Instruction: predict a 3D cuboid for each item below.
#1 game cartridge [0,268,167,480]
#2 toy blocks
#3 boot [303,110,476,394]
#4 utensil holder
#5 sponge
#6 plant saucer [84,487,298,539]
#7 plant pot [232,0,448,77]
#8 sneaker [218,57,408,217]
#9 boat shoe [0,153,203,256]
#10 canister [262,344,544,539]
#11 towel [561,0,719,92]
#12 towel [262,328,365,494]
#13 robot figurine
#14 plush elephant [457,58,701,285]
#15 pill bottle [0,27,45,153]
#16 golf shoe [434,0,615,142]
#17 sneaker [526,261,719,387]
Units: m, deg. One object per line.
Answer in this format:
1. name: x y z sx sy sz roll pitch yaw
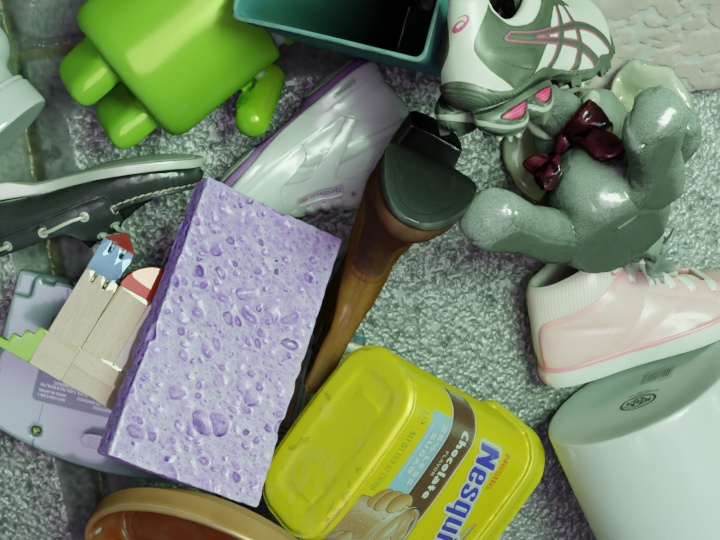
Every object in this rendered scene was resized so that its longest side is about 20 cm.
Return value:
1. game cartridge: -0.177 0.087 0.816 0.198 0.042 0.134 16 98 -11
2. toy blocks: -0.135 0.043 0.762 0.199 0.100 0.137 32 80 -12
3. boot: 0.000 0.000 0.746 0.068 0.189 0.201 25 112 -13
4. utensil holder: 0.259 0.181 0.837 0.169 0.170 0.201 -29 98 -3
5. sponge: -0.091 0.047 0.725 0.111 0.030 0.201 26 69 -24
6. plant saucer: -0.099 0.213 0.752 0.199 0.200 0.032 33 51 -9
7. plant pot: 0.036 -0.204 0.737 0.140 0.200 0.143 18 94 24
8. sneaker: -0.041 -0.067 0.816 0.200 0.075 0.100 -42 104 1
9. boat shoe: -0.211 -0.046 0.799 0.198 0.074 0.061 -11 98 -2
10. canister: 0.036 0.148 0.791 0.149 0.086 0.200 -53 140 4
11. towel: 0.214 -0.196 0.789 0.198 0.192 0.032 -6 56 -3
12. towel: -0.105 0.105 0.856 0.198 0.022 0.148 11 96 -8
13. robot figurine: -0.122 -0.179 0.771 0.200 0.116 0.176 -39 123 -2
14. plush elephant: 0.163 -0.087 0.780 0.164 0.156 0.200 -35 143 22
15. pill bottle: -0.324 -0.165 0.751 0.112 0.112 0.200 -44 100 0
16. golf shoe: 0.110 -0.154 0.675 0.077 0.200 0.089 6 120 28
17. sneaker: 0.226 0.014 0.857 0.199 0.075 0.105 -19 104 0
